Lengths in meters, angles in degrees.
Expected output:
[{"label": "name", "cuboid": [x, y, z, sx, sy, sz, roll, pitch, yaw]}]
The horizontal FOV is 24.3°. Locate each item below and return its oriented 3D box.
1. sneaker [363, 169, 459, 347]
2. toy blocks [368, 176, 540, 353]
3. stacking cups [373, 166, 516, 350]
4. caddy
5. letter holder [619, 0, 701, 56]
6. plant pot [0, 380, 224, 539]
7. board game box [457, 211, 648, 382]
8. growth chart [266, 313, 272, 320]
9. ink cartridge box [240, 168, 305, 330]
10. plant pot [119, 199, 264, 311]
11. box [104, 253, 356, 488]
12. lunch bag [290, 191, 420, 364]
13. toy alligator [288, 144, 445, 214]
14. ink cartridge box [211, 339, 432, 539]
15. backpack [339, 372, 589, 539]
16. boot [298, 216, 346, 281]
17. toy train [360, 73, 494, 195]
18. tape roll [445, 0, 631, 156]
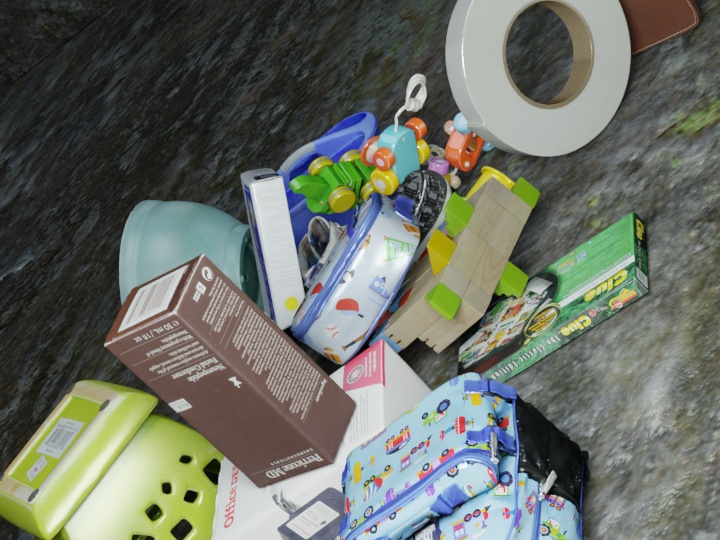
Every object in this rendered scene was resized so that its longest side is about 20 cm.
[{"label": "sneaker", "cuboid": [0.044, -0.003, 1.716, 0.074, 0.079, 0.201, 36, 96, 31]}, {"label": "toy blocks", "cuboid": [0.081, 0.008, 1.557, 0.137, 0.100, 0.201, -43, 13, 47]}, {"label": "stacking cups", "cuboid": [0.089, -0.005, 1.656, 0.201, 0.060, 0.060, -55, 23, -8]}, {"label": "caddy", "cuboid": [-0.043, -0.103, 1.976, 0.199, 0.105, 0.142, -37, 23, 21]}, {"label": "letter holder", "cuboid": [0.258, -0.331, 1.712, 0.141, 0.200, 0.101, -20, 32, 45]}, {"label": "plant pot", "cuboid": [-0.240, 0.222, 1.667, 0.200, 0.181, 0.199, -52, 22, -16]}, {"label": "board game box", "cuboid": [0.168, 0.033, 1.478, 0.199, 0.023, 0.105, -34, 22, 28]}, {"label": "growth chart", "cuboid": [-0.088, 0.124, 1.674, 0.200, 0.018, 0.146, -116, 28, -66]}, {"label": "ink cartridge box", "cuboid": [-0.089, -0.004, 1.788, 0.046, 0.202, 0.198, -13, 7, -7]}, {"label": "plant pot", "cuboid": [-0.177, 0.013, 1.942, 0.133, 0.202, 0.201, -5, 37, 18]}, {"label": "box", "cuboid": [-0.109, 0.088, 1.412, 0.100, 0.200, 0.075, -24, 32, 40]}, {"label": "lunch bag", "cuboid": [0.000, 0.000, 1.590, 0.161, 0.075, 0.200, -60, 4, 7]}, {"label": "toy alligator", "cuboid": [0.006, -0.094, 1.816, 0.059, 0.198, 0.055, 54, 143, 31]}, {"label": "ink cartridge box", "cuboid": [-0.031, 0.178, 1.497, 0.199, 0.084, 0.145, -37, 24, 19]}, {"label": "backpack", "cuboid": [0.073, 0.201, 1.212, 0.182, 0.134, 0.201, -35, 27, 26]}, {"label": "boot", "cuboid": [-0.014, -0.031, 1.814, 0.073, 0.096, 0.201, -34, 25, 25]}, {"label": "toy train", "cuboid": [0.066, -0.134, 1.767, 0.055, 0.199, 0.152, 21, 89, 33]}, {"label": "tape roll", "cuboid": [0.177, -0.213, 1.653, 0.203, 0.203, 0.037, -51, 23, -15]}]
